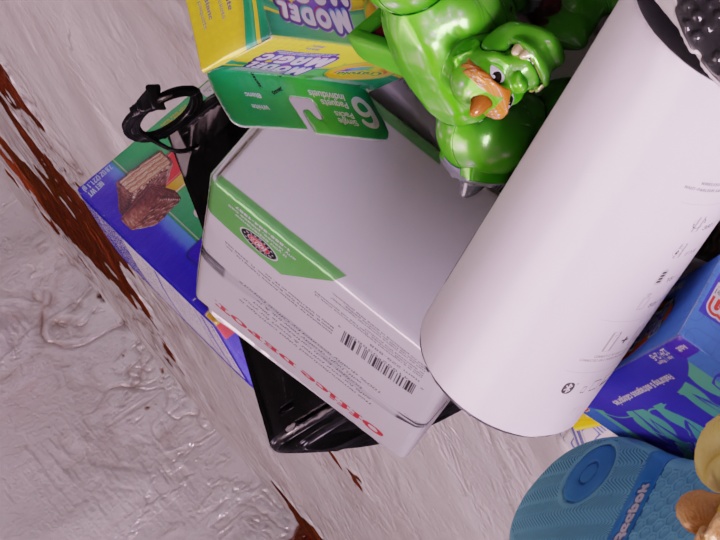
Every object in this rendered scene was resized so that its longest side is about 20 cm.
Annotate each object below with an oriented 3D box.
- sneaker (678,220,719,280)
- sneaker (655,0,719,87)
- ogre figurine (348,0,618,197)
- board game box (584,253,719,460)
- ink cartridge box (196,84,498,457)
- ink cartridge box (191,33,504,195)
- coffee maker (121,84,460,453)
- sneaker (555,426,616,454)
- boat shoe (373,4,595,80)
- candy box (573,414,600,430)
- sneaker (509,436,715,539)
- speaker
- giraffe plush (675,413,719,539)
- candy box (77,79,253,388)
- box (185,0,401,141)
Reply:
[{"bbox_3d":[0.169,-0.024,1.020,0.084,0.073,0.200,12,167,-20],"label":"sneaker"},{"bbox_3d":[0.123,-0.125,0.868,0.201,0.074,0.080,55,-176,14],"label":"sneaker"},{"bbox_3d":[0.063,-0.111,0.985,0.098,0.120,0.200,45,167,30],"label":"ogre figurine"},{"bbox_3d":[0.197,0.079,1.019,0.199,0.045,0.152,33,163,-4],"label":"board game box"},{"bbox_3d":[0.000,0.000,1.197,0.146,0.084,0.200,38,164,5],"label":"ink cartridge box"},{"bbox_3d":[0.003,-0.075,1.226,0.196,0.043,0.200,43,162,-1],"label":"ink cartridge box"},{"bbox_3d":[-0.031,-0.001,1.398,0.135,0.191,0.201,-47,58,54],"label":"coffee maker"},{"bbox_3d":[0.123,0.053,1.370,0.200,0.075,0.088,41,164,44],"label":"sneaker"},{"bbox_3d":[0.066,-0.112,1.072,0.068,0.075,0.200,-20,126,45],"label":"boat shoe"},{"bbox_3d":[0.112,0.030,1.231,0.103,0.026,0.200,55,171,1],"label":"candy box"},{"bbox_3d":[0.157,0.139,1.044,0.130,0.080,0.200,42,162,-24],"label":"sneaker"},{"bbox_3d":[0.099,-0.026,0.958,0.081,0.081,0.201,48,133,20],"label":"speaker"},{"bbox_3d":[0.199,0.116,0.871,0.201,0.161,0.173,64,-152,-23],"label":"giraffe plush"},{"bbox_3d":[-0.069,-0.042,1.619,0.200,0.169,0.077,40,168,45],"label":"candy box"},{"bbox_3d":[-0.034,-0.157,1.075,0.048,0.117,0.202,-21,76,37],"label":"box"}]
